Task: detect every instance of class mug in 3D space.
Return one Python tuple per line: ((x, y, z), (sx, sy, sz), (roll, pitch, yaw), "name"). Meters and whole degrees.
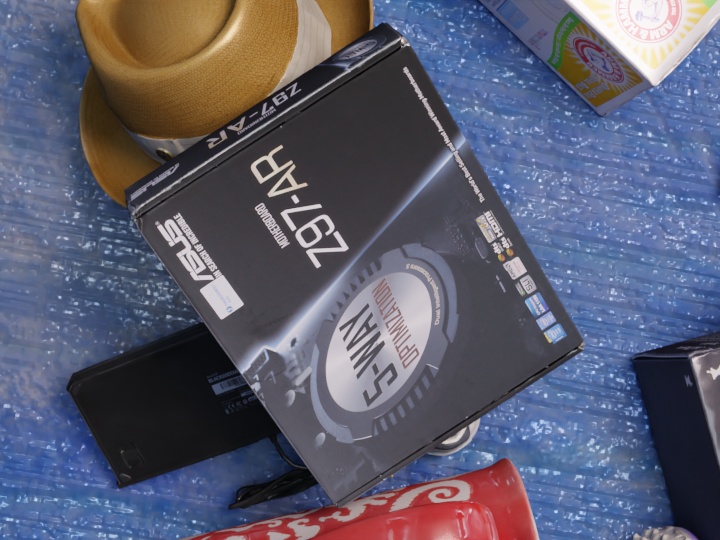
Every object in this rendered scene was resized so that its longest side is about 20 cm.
((-0.005, 0.170, 0.800), (0.200, 0.134, 0.178), (-9, 124, -3), "mug")

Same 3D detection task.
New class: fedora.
((-0.092, -0.124, 0.790), (0.200, 0.082, 0.201), (-16, 56, 26), "fedora")

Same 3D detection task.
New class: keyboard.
((-0.056, 0.080, 0.828), (0.200, 0.021, 0.127), (-20, 108, 15), "keyboard")

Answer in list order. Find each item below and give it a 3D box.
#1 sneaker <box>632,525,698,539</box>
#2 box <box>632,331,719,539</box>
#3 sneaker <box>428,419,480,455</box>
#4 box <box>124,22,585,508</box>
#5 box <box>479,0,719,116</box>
((0.164, 0.252, 0.859), (0.099, 0.070, 0.200), (29, 87, -11), "sneaker")
((0.283, 0.121, 0.859), (0.182, 0.104, 0.200), (-14, 88, -9), "box")
((0.037, 0.010, 0.852), (0.073, 0.071, 0.200), (-15, 88, -8), "sneaker")
((0.000, 0.000, 0.747), (0.160, 0.044, 0.200), (-32, 112, 0), "box")
((0.119, -0.200, 0.856), (0.200, 0.112, 0.101), (43, 83, -4), "box")
